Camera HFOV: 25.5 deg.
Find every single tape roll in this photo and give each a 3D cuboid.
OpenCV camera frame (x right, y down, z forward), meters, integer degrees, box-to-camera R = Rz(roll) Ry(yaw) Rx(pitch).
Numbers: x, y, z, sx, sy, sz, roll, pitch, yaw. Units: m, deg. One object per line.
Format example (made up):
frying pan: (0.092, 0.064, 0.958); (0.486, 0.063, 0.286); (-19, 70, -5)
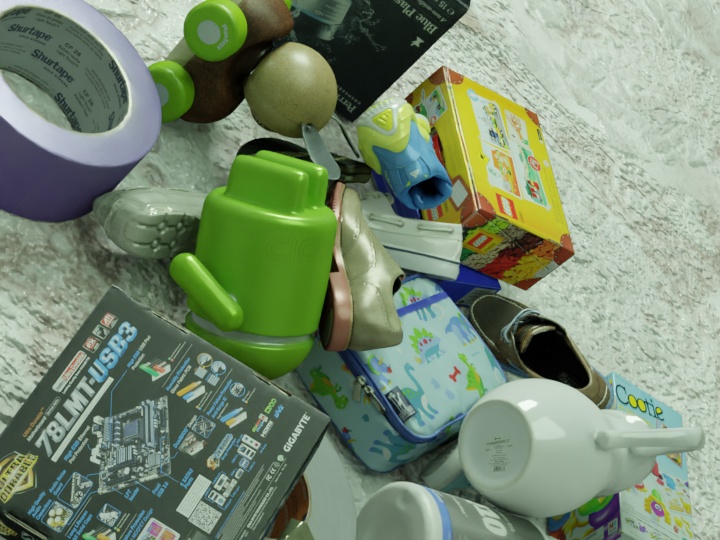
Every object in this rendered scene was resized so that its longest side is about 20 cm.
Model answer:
tape roll: (-0.275, -0.147, 1.356); (0.199, 0.085, 0.201); (30, 40, -28)
tape roll: (-0.099, 0.181, 1.264); (0.200, 0.066, 0.201); (28, 41, -28)

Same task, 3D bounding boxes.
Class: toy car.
toy car: (-0.085, -0.163, 1.506); (0.200, 0.158, 0.164); (43, 26, -3)

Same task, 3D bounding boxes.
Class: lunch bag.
lunch bag: (0.038, 0.091, 1.486); (0.161, 0.082, 0.200); (54, 34, 13)

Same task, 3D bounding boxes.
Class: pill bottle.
pill bottle: (0.096, 0.258, 1.365); (0.199, 0.114, 0.114); (22, 43, -34)

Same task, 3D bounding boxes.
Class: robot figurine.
robot figurine: (-0.085, 0.004, 1.348); (0.115, 0.201, 0.175); (15, 15, 17)

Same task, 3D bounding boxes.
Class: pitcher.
pitcher: (0.197, 0.156, 1.421); (0.199, 0.171, 0.122); (11, 67, -49)

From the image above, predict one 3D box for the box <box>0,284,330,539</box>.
box: (-0.152, 0.139, 1.156); (0.198, 0.050, 0.201); (29, 57, 4)

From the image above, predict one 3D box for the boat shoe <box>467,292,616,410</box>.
boat shoe: (0.178, 0.074, 1.596); (0.200, 0.072, 0.073); (38, -14, 36)

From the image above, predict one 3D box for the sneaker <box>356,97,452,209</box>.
sneaker: (0.046, -0.099, 1.557); (0.106, 0.075, 0.200); (63, 8, 9)

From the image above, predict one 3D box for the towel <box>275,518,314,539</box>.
towel: (-0.054, 0.314, 1.159); (0.200, 0.034, 0.193); (-50, 120, -46)

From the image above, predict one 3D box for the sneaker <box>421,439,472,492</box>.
sneaker: (0.135, 0.181, 1.514); (0.082, 0.074, 0.200); (53, 36, 10)

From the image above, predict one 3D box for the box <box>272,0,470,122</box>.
box: (-0.013, -0.300, 1.681); (0.196, 0.200, 0.118); (36, 36, -18)

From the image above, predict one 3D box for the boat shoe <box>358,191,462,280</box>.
boat shoe: (0.010, -0.043, 1.542); (0.199, 0.071, 0.070); (13, 85, -18)

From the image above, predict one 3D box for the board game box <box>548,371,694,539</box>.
board game box: (0.256, 0.222, 1.582); (0.105, 0.103, 0.201); (32, 39, -23)

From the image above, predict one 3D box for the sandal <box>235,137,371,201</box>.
sandal: (-0.051, -0.089, 1.567); (0.079, 0.058, 0.201); (25, 11, 28)

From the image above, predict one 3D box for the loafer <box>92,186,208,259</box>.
loafer: (-0.153, -0.043, 1.406); (0.070, 0.070, 0.200); (34, 12, 30)

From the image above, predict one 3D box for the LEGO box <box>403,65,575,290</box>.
LEGO box: (0.133, -0.098, 1.688); (0.148, 0.077, 0.201); (22, 44, -36)

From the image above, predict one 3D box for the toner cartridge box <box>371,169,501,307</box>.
toner cartridge box: (0.074, -0.059, 1.693); (0.095, 0.043, 0.201); (11, 51, -44)

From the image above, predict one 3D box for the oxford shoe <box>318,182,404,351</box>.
oxford shoe: (0.000, 0.000, 1.424); (0.074, 0.071, 0.201); (7, 45, -11)
